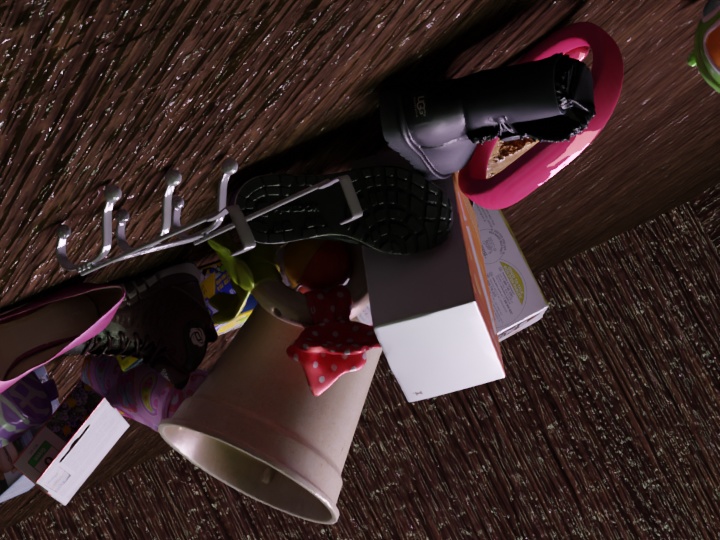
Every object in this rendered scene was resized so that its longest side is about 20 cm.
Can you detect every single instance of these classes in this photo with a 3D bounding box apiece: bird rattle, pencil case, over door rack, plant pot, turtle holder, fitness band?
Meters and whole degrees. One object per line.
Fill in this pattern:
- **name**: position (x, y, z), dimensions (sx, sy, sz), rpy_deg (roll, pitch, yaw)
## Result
- **bird rattle**: position (-0.049, 0.008, 1.621), dimensions (0.163, 0.198, 0.113), rpy_deg (-52, 156, -32)
- **pencil case**: position (-0.222, 0.126, 1.829), dimensions (0.087, 0.088, 0.199), rpy_deg (-23, -159, -30)
- **pencil case**: position (-0.404, 0.163, 1.729), dimensions (0.199, 0.085, 0.085), rpy_deg (-30, 153, 18)
- **over door rack**: position (-0.119, -0.048, 1.314), dimensions (0.198, 0.067, 0.147), rpy_deg (-6, -172, 39)
- **plant pot**: position (-0.072, 0.123, 1.709), dimensions (0.185, 0.199, 0.200), rpy_deg (-62, -175, -19)
- **turtle holder**: position (0.431, -0.251, 1.739), dimensions (0.183, 0.142, 0.132), rpy_deg (-17, 154, -14)
- **fitness band**: position (0.159, -0.139, 1.547), dimensions (0.200, 0.037, 0.145), rpy_deg (-40, -150, 36)

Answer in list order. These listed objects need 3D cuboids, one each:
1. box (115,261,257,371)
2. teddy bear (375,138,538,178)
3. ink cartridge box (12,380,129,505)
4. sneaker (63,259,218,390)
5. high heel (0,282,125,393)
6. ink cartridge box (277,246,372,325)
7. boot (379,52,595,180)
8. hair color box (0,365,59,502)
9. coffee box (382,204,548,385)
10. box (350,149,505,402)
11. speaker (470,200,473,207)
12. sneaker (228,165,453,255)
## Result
- **box**: position (-0.175, 0.040, 1.810), dimensions (0.199, 0.065, 0.070), rpy_deg (-20, 169, -46)
- **teddy bear**: position (0.085, -0.120, 1.706), dimensions (0.198, 0.067, 0.145), rpy_deg (-21, 159, -15)
- **ink cartridge box**: position (-0.294, 0.171, 1.728), dimensions (0.109, 0.050, 0.200), rpy_deg (-52, 172, -11)
- **sneaker**: position (-0.217, 0.071, 1.657), dimensions (0.199, 0.116, 0.076), rpy_deg (-23, 172, -35)
- **high heel**: position (-0.288, 0.060, 1.492), dimensions (0.095, 0.068, 0.199), rpy_deg (-29, 175, 33)
- **ink cartridge box**: position (0.000, 0.000, 1.794), dimensions (0.199, 0.115, 0.068), rpy_deg (-28, -154, 21)
- **boot**: position (0.121, -0.130, 1.469), dimensions (0.166, 0.077, 0.200), rpy_deg (-6, 173, 17)
- **hair color box**: position (-0.386, 0.188, 1.916), dimensions (0.060, 0.100, 0.200), rpy_deg (-21, 170, -33)
- **coffee box**: position (0.092, 0.007, 2.029), dimensions (0.196, 0.202, 0.200), rpy_deg (-28, 174, 0)
- **box**: position (0.062, -0.002, 1.591), dimensions (0.096, 0.202, 0.125), rpy_deg (-15, 140, 9)
- **speaker**: position (0.026, -0.051, 1.850), dimensions (0.199, 0.082, 0.081), rpy_deg (-33, 171, 31)
- **sneaker**: position (-0.019, -0.059, 1.520), dimensions (0.197, 0.077, 0.088), rpy_deg (5, -176, -12)
